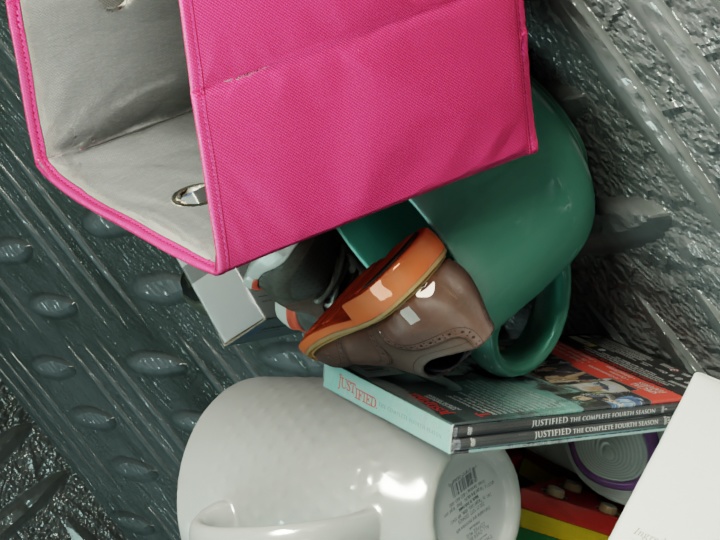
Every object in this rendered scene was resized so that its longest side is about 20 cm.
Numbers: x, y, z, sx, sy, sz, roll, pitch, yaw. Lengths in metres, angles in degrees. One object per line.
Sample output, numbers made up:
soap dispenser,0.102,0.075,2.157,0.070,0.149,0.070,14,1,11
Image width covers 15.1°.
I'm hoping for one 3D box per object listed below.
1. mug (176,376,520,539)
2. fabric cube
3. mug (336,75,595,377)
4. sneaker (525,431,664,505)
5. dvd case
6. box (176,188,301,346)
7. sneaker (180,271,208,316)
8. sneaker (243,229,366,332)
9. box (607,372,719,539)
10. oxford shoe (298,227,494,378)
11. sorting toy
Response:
mug,-0.015,0.143,1.623,0.175,0.200,0.148,0,99,40
fabric cube,-0.051,-0.142,1.379,0.196,0.199,0.201,28,132,50
mug,0.061,-0.044,1.552,0.152,0.114,0.185,42,163,25
sneaker,0.149,0.093,1.737,0.200,0.075,0.100,25,-171,33
dvd case,0.098,0.070,1.602,0.146,0.199,0.022,24,113,56
box,-0.103,-0.046,1.915,0.200,0.041,0.156,59,-164,8
sneaker,-0.104,-0.025,2.113,0.114,0.076,0.199,55,160,-10
sneaker,-0.011,0.006,1.652,0.082,0.077,0.200,33,175,14
box,0.193,0.188,1.525,0.106,0.200,0.152,23,156,17
oxford shoe,0.019,0.036,1.512,0.073,0.071,0.200,44,165,-3
sorting toy,0.127,0.161,1.757,0.198,0.070,0.200,12,-168,-39
